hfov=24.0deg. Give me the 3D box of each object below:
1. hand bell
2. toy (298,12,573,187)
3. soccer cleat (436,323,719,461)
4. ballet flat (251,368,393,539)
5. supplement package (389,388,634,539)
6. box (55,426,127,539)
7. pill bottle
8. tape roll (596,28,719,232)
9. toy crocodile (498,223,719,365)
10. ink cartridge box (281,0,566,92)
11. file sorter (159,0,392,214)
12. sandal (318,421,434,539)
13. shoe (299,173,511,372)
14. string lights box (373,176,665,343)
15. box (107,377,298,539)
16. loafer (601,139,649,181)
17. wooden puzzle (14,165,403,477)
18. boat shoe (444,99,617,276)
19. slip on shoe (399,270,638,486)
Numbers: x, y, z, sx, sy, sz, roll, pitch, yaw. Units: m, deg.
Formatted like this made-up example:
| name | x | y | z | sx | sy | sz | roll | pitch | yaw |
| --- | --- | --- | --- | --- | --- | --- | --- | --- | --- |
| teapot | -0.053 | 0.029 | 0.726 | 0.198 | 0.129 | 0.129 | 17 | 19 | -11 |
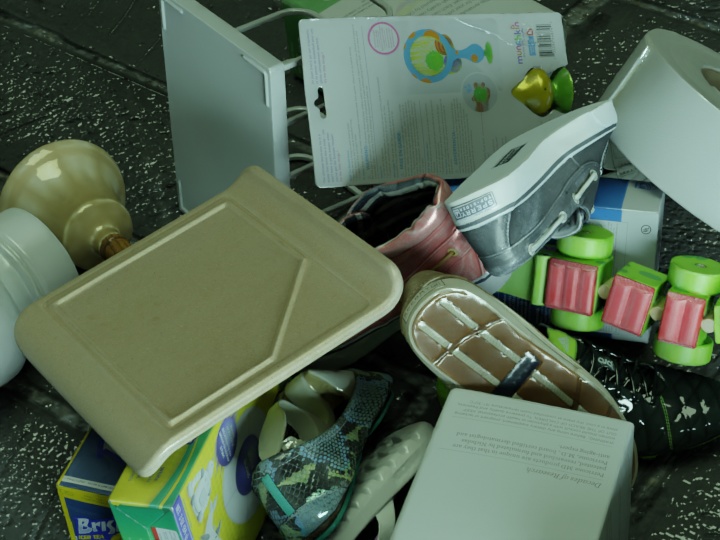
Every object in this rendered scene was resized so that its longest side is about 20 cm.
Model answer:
| name | x | y | z | sx | sy | sz | roll | pitch | yaw |
| --- | --- | --- | --- | --- | --- | --- | --- | --- | --- |
| hand bell | -0.171 | -0.014 | 1.204 | 0.104 | 0.104 | 0.200 | -27 | 35 | -23 |
| toy | 0.052 | -0.118 | 1.187 | 0.200 | 0.115 | 0.047 | -5 | -4 | -18 |
| soccer cleat | 0.148 | 0.077 | 1.118 | 0.199 | 0.081 | 0.068 | 3 | 42 | 9 |
| ballet flat | -0.025 | 0.098 | 1.073 | 0.074 | 0.074 | 0.200 | 2 | 19 | 8 |
| supplement package | 0.080 | 0.185 | 0.977 | 0.117 | 0.117 | 0.200 | 10 | 43 | 16 |
| box | -0.127 | 0.098 | 1.134 | 0.070 | 0.064 | 0.200 | 10 | 44 | 16 |
| pill bottle | -0.296 | 0.045 | 1.170 | 0.114 | 0.115 | 0.200 | 29 | 51 | 32 |
| tape roll | 0.269 | -0.090 | 1.223 | 0.202 | 0.071 | 0.203 | 28 | 24 | -14 |
| toy crocodile | 0.176 | 0.017 | 1.117 | 0.200 | 0.068 | 0.062 | 17 | 19 | 22 |
| ink cartridge box | 0.054 | -0.187 | 1.420 | 0.145 | 0.088 | 0.200 | -33 | 47 | -27 |
| file sorter | -0.055 | -0.114 | 1.267 | 0.124 | 0.200 | 0.139 | -26 | 46 | -28 |
| sandal | -0.009 | 0.172 | 1.046 | 0.050 | 0.082 | 0.203 | 49 | 62 | -7 |
| shoe | 0.000 | 0.000 | 1.147 | 0.200 | 0.091 | 0.072 | -24 | 44 | 29 |
| string lights box | 0.111 | -0.016 | 1.203 | 0.199 | 0.103 | 0.059 | 7 | 27 | 13 |
| box | -0.087 | 0.113 | 1.072 | 0.048 | 0.118 | 0.200 | 3 | 42 | 18 |
| loafer | 0.180 | -0.082 | 1.301 | 0.200 | 0.070 | 0.070 | -35 | 50 | -29 |
| wooden puzzle | -0.097 | 0.029 | 1.061 | 0.200 | 0.037 | 0.185 | -36 | 42 | -17 |
| boat shoe | 0.124 | -0.055 | 1.114 | 0.072 | 0.068 | 0.200 | -21 | 12 | 34 |
| slip on shoe | 0.099 | 0.074 | 1.070 | 0.076 | 0.200 | 0.061 | -48 | 20 | 6 |
